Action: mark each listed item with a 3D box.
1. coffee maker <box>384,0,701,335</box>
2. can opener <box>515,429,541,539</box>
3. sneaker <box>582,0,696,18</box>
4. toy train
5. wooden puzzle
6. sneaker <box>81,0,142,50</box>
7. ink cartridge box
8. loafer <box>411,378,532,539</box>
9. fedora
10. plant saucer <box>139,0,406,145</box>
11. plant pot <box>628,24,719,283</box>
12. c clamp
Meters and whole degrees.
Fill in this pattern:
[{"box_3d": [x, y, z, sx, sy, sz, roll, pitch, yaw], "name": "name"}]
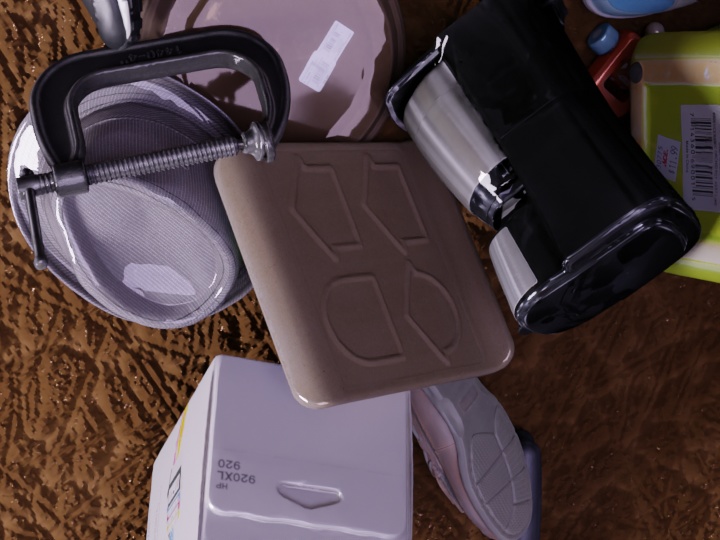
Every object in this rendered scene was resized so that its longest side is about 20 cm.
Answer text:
[{"box_3d": [0.137, -0.087, 0.990, 0.134, 0.201, 0.192, -4, 144, -44], "name": "coffee maker"}, {"box_3d": [0.125, 0.229, 1.191, 0.078, 0.063, 0.202, 2, 107, -14], "name": "can opener"}, {"box_3d": [0.262, -0.225, 1.039, 0.199, 0.131, 0.080, -22, 113, -5], "name": "sneaker"}, {"box_3d": [0.224, -0.084, 1.117, 0.150, 0.056, 0.200, -46, 112, 4], "name": "toy train"}, {"box_3d": [0.000, 0.000, 1.018, 0.199, 0.046, 0.186, -8, 71, -43], "name": "wooden puzzle"}, {"box_3d": [-0.205, -0.237, 0.962, 0.087, 0.076, 0.201, -16, 104, 2], "name": "sneaker"}, {"box_3d": [-0.062, 0.173, 1.033, 0.146, 0.146, 0.200, 10, 149, -16], "name": "ink cartridge box"}, {"box_3d": [0.070, 0.119, 1.135, 0.072, 0.063, 0.201, -37, 108, -41], "name": "loafer"}, {"box_3d": [-0.152, -0.034, 1.006, 0.176, 0.090, 0.200, -36, 112, 14], "name": "fedora"}, {"box_3d": [-0.061, -0.152, 1.040, 0.198, 0.029, 0.202, -4, 108, -13], "name": "plant saucer"}, {"box_3d": [0.302, -0.084, 1.029, 0.180, 0.199, 0.202, -7, 101, -28], "name": "plant pot"}, {"box_3d": [-0.133, -0.088, 0.954, 0.199, 0.172, 0.027, -17, 144, -13], "name": "c clamp"}]
